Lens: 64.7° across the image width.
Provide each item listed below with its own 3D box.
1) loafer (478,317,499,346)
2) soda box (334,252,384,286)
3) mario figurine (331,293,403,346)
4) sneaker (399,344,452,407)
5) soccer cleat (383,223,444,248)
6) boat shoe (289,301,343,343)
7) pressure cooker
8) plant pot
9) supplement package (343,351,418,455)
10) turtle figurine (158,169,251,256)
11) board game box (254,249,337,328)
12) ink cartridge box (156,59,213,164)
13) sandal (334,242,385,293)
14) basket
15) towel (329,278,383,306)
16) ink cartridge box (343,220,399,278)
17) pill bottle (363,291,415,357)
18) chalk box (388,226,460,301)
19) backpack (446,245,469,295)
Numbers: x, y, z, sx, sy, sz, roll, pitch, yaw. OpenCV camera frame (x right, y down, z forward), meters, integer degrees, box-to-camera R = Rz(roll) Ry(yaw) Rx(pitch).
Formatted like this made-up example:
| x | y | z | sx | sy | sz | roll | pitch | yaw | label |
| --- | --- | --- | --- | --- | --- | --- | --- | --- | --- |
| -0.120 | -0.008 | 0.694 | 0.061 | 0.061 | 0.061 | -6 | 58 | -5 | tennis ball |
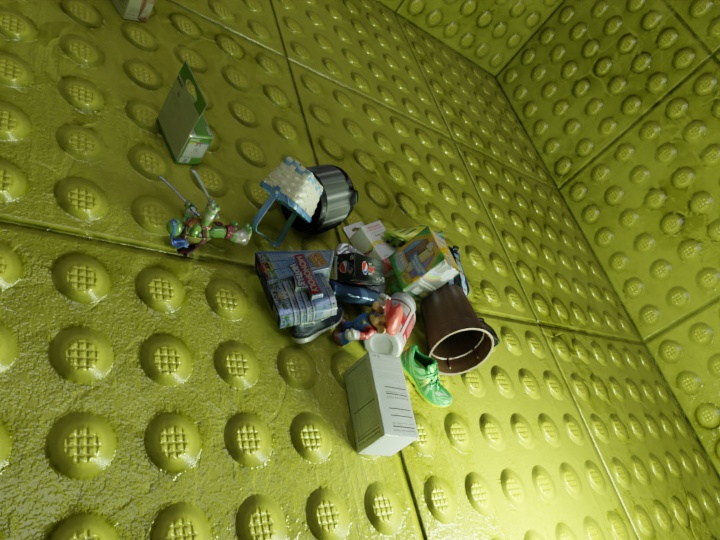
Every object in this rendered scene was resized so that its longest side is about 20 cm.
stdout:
| x | y | z | sx | sy | sz | roll | pitch | yaw | label |
| --- | --- | --- | --- | --- | --- | --- | --- | --- | --- |
| 0.377 | 0.187 | 1.868 | 0.198 | 0.072 | 0.073 | 36 | 30 | -30 | loafer |
| 0.000 | 0.000 | 1.518 | 0.199 | 0.061 | 0.074 | 14 | 72 | -65 | soda box |
| 0.016 | 0.115 | 1.415 | 0.105 | 0.195 | 0.128 | 32 | 46 | -50 | mario figurine |
| 0.183 | 0.289 | 1.545 | 0.201 | 0.083 | 0.074 | 47 | 35 | -2 | sneaker |
| 0.165 | -0.106 | 1.749 | 0.192 | 0.065 | 0.087 | 11 | 68 | -7 | soccer cleat |
| -0.106 | 0.112 | 1.406 | 0.073 | 0.064 | 0.198 | 14 | 26 | 33 | boat shoe |
| -0.108 | -0.209 | 1.616 | 0.178 | 0.179 | 0.198 | 51 | 36 | 11 | pressure cooker |
| 0.267 | 0.164 | 1.676 | 0.196 | 0.201 | 0.202 | 22 | 34 | -31 | plant pot |
| 0.045 | 0.317 | 1.347 | 0.107 | 0.114 | 0.205 | 15 | 48 | -35 | supplement package |
| -0.350 | -0.135 | 1.314 | 0.191 | 0.142 | 0.207 | 15 | 58 | -48 | turtle figurine |
| -0.134 | 0.025 | 1.372 | 0.194 | 0.063 | 0.202 | -13 | 49 | -23 | board game box |
| -0.424 | -0.392 | 1.428 | 0.074 | 0.200 | 0.151 | -7 | 61 | -48 | ink cartridge box |
| 0.000 | -0.003 | 1.644 | 0.083 | 0.049 | 0.204 | -48 | 110 | -19 | sandal |
| -0.190 | -0.166 | 1.438 | 0.136 | 0.204 | 0.177 | 28 | -7 | 14 | basket |
| -0.030 | 0.061 | 1.517 | 0.196 | 0.110 | 0.050 | 15 | 90 | -41 | towel |
| 0.045 | -0.079 | 1.752 | 0.203 | 0.067 | 0.115 | 55 | 36 | 9 | ink cartridge box |
| 0.087 | 0.146 | 1.551 | 0.112 | 0.112 | 0.201 | 43 | 35 | -5 | pill bottle |
| 0.169 | -0.005 | 1.660 | 0.123 | 0.197 | 0.127 | 28 | 33 | -53 | chalk box |
| 0.256 | 0.018 | 1.831 | 0.178 | 0.134 | 0.205 | 12 | 48 | -39 | backpack |
